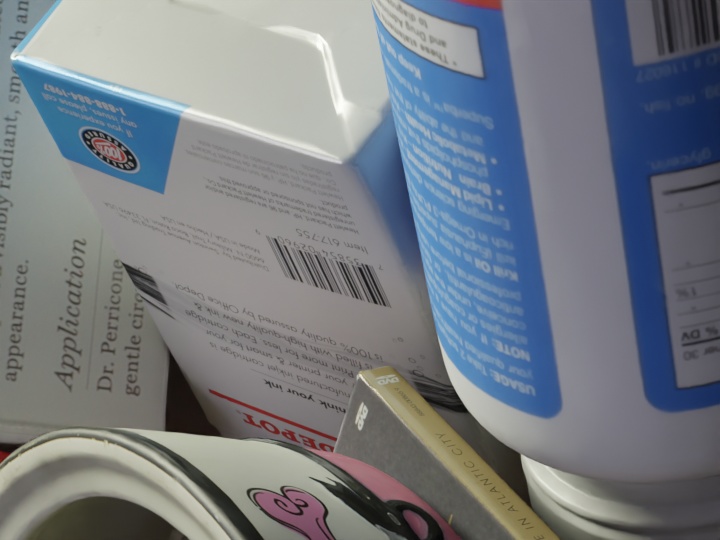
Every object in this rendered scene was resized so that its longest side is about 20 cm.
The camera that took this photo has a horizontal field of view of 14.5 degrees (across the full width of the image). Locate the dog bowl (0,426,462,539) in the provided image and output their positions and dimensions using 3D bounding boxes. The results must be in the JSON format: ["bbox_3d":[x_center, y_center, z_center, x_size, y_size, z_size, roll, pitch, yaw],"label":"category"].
[{"bbox_3d":[-0.027,0.132,0.692,0.200,0.073,0.201,16,111,51],"label":"dog bowl"}]

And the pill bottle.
[{"bbox_3d":[0.066,-0.023,0.657,0.112,0.112,0.201,45,152,51],"label":"pill bottle"}]

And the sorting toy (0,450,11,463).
[{"bbox_3d":[-0.085,0.124,0.877,0.199,0.199,0.070,-39,35,58],"label":"sorting toy"}]

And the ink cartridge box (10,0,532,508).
[{"bbox_3d":[0.000,0.000,0.777,0.116,0.068,0.200,19,149,33],"label":"ink cartridge box"}]

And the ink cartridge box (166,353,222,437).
[{"bbox_3d":[-0.096,0.070,1.063,0.200,0.125,0.129,-1,101,65],"label":"ink cartridge box"}]

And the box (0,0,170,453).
[{"bbox_3d":[-0.148,-0.045,0.878,0.200,0.130,0.200,-9,75,62],"label":"box"}]

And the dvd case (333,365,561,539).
[{"bbox_3d":[0.039,0.141,0.679,0.200,0.016,0.149,45,129,39],"label":"dvd case"}]
